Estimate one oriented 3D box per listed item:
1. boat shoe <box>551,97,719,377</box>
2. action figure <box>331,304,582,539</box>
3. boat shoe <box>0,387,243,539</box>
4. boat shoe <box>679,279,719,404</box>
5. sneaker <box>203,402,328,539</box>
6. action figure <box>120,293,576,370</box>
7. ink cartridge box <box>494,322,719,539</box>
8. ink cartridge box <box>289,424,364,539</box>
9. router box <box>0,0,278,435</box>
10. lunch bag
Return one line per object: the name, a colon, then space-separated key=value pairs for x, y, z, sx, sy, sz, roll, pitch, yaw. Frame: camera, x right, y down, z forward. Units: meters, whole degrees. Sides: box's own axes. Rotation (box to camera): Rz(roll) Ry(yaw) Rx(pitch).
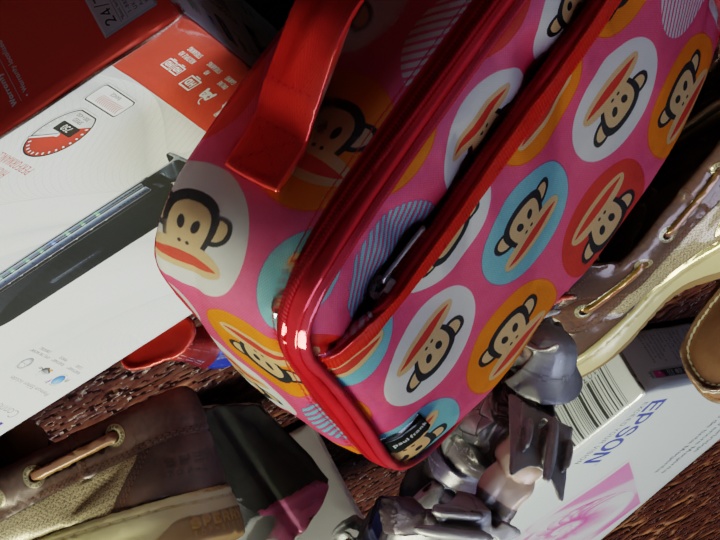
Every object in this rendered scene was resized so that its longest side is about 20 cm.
boat shoe: x=0.100 y=-0.014 z=1.217 sx=0.200 sy=0.072 sz=0.072 roll=-30 pitch=132 yaw=33
action figure: x=0.031 y=0.086 z=1.183 sx=0.200 sy=0.069 sz=0.130 roll=-56 pitch=-172 yaw=34
boat shoe: x=-0.135 y=0.085 z=1.096 sx=0.200 sy=0.072 sz=0.072 roll=-14 pitch=179 yaw=35
boat shoe: x=0.224 y=-0.015 z=1.361 sx=0.200 sy=0.076 sz=0.072 roll=-44 pitch=153 yaw=13
sneaker: x=-0.113 y=0.120 z=1.249 sx=0.200 sy=0.080 sz=0.086 roll=-27 pitch=-178 yaw=-9
action figure: x=0.000 y=0.000 z=1.092 sx=0.099 sy=0.065 sz=0.200 roll=-30 pitch=162 yaw=28
ink cartridge box: x=0.142 y=0.093 z=1.546 sx=0.200 sy=0.043 sz=0.196 roll=-5 pitch=149 yaw=-45
ink cartridge box: x=-0.054 y=0.140 z=1.352 sx=0.200 sy=0.068 sz=0.115 roll=-27 pitch=160 yaw=-6
router box: x=-0.103 y=-0.023 z=0.926 sx=0.179 sy=0.049 sz=0.200 roll=-33 pitch=160 yaw=9
lunch bag: x=0.024 y=-0.050 z=0.899 sx=0.200 sy=0.082 sz=0.176 roll=-54 pitch=153 yaw=-10
